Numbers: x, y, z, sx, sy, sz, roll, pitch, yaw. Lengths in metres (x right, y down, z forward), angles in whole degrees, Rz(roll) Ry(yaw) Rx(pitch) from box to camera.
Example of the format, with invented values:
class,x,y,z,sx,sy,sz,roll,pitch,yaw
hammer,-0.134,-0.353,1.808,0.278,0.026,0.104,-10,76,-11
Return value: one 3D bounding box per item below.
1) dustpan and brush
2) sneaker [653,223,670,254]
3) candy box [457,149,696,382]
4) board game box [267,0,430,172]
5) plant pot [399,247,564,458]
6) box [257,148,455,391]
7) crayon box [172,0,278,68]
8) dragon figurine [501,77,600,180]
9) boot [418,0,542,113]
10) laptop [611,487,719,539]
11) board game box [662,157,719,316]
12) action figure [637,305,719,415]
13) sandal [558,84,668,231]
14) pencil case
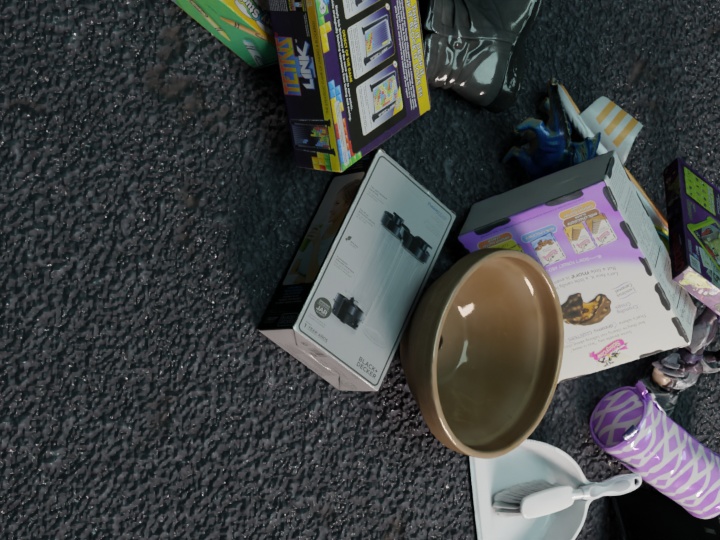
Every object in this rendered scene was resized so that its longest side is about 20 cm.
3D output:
class,x,y,z,sx,sy,sz,roll,pitch,yaw
dustpan and brush,0.211,0.236,1.490,0.199,0.057,0.140,-7,91,-38
sneaker,0.316,0.007,1.540,0.199,0.130,0.080,10,65,-37
candy box,0.222,0.003,1.442,0.200,0.167,0.072,58,31,-20
board game box,-0.009,-0.214,1.299,0.165,0.056,0.201,-39,129,-48
plant pot,0.103,0.076,1.386,0.200,0.092,0.202,-8,101,-45
box,0.000,0.000,1.342,0.117,0.060,0.201,37,66,-30
crayon box,-0.126,-0.288,1.265,0.200,0.058,0.119,38,65,-30
dragon figurine,0.209,-0.122,1.466,0.099,0.200,0.059,37,55,13
boot,0.113,-0.270,1.449,0.131,0.070,0.201,19,71,-30
laptop,0.330,0.365,1.607,0.187,0.116,0.201,18,47,-36
board game box,0.371,-0.025,1.486,0.120,0.032,0.200,32,35,-14
action figure,0.377,0.080,1.588,0.130,0.069,0.201,-16,133,-63
sandal,0.287,-0.130,1.535,0.059,0.079,0.207,-39,93,10
pencil case,0.340,0.199,1.577,0.200,0.084,0.086,37,96,-32
